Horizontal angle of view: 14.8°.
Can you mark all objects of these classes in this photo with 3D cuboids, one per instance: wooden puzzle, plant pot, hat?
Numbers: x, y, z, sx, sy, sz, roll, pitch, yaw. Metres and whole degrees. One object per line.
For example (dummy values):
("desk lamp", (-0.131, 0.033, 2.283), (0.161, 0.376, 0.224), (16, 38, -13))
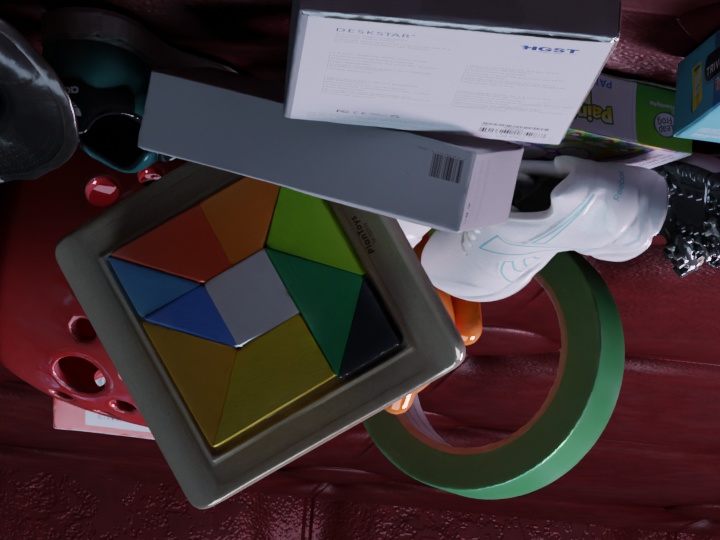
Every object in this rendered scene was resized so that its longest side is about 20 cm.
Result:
("wooden puzzle", (-0.063, 0.019, 1.639), (0.200, 0.186, 0.037), (-30, 177, 14))
("plant pot", (-0.171, -0.010, 1.798), (0.182, 0.201, 0.200), (13, 168, 2))
("hat", (-0.247, -0.124, 1.532), (0.200, 0.081, 0.201), (3, 148, 2))

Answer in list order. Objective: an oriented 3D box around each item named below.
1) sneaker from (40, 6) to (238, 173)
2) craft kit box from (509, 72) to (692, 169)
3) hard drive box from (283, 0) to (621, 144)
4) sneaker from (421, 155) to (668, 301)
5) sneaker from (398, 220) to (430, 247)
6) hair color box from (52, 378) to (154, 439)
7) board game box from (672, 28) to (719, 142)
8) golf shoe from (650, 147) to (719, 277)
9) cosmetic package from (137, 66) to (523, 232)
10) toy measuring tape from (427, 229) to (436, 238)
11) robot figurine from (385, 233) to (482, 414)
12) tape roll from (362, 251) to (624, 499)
("sneaker", (-0.127, -0.091, 1.645), (0.071, 0.080, 0.200), (-3, 166, 30))
("craft kit box", (0.067, -0.089, 1.687), (0.197, 0.049, 0.200), (13, 165, -25))
("hard drive box", (0.043, -0.130, 1.410), (0.155, 0.077, 0.200), (5, 169, -4))
("sneaker", (0.095, -0.035, 1.693), (0.080, 0.071, 0.200), (22, 154, -32))
("sneaker", (0.000, 0.000, 1.738), (0.078, 0.100, 0.200), (6, 154, -34))
("hair color box", (-0.150, 0.043, 2.008), (0.110, 0.064, 0.200), (7, -148, 4))
("board game box", (0.272, -0.107, 1.504), (0.150, 0.047, 0.200), (7, 168, -11))
("golf shoe", (0.229, -0.052, 1.728), (0.094, 0.078, 0.200), (-30, 180, -4))
("cosmetic package", (-0.017, -0.069, 1.558), (0.199, 0.051, 0.082), (16, -168, 21))
("toy measuring tape", (0.045, -0.041, 1.850), (0.199, 0.074, 0.074), (9, 167, -22))
("robot figurine", (0.001, 0.013, 1.894), (0.143, 0.200, 0.117), (-22, 123, 7))
("tape roll", (0.091, 0.064, 2.011), (0.200, 0.201, 0.048), (-2, 167, 27))
